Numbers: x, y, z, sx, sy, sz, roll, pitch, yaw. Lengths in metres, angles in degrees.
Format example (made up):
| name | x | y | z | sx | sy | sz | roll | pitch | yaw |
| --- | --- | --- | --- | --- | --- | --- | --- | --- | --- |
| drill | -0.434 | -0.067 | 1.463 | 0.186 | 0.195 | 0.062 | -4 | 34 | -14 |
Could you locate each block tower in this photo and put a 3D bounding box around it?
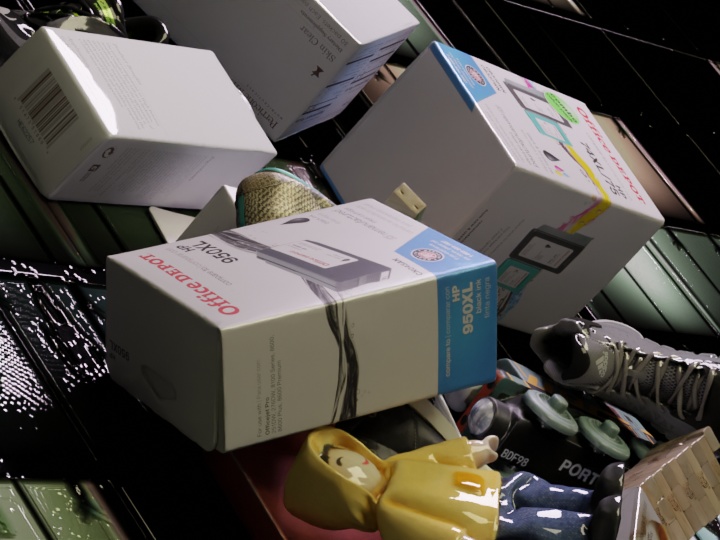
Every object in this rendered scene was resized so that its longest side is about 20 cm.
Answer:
| name | x | y | z | sx | sy | sz | roll | pitch | yaw |
| --- | --- | --- | --- | --- | --- | --- | --- | --- | --- |
| block tower | 0.183 | 0.177 | 1.811 | 0.200 | 0.054 | 0.058 | -33 | 97 | -45 |

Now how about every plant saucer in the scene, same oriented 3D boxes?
| name | x | y | z | sx | sy | sz | roll | pitch | yaw |
| --- | --- | --- | --- | --- | --- | --- | --- | --- | --- |
| plant saucer | -0.003 | 0.169 | 1.649 | 0.200 | 0.037 | 0.200 | 13 | 36 | -52 |

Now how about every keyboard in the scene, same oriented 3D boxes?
| name | x | y | z | sx | sy | sz | roll | pitch | yaw |
| --- | --- | --- | --- | --- | --- | --- | --- | --- | --- |
| keyboard | 0.075 | 0.135 | 1.746 | 0.056 | 0.011 | 0.200 | -108 | 175 | -45 |

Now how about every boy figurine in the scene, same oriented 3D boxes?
| name | x | y | z | sx | sy | sz | roll | pitch | yaw |
| --- | --- | --- | --- | --- | --- | --- | --- | --- | --- |
| boy figurine | 0.055 | 0.133 | 1.572 | 0.199 | 0.065 | 0.124 | 10 | 32 | 7 |

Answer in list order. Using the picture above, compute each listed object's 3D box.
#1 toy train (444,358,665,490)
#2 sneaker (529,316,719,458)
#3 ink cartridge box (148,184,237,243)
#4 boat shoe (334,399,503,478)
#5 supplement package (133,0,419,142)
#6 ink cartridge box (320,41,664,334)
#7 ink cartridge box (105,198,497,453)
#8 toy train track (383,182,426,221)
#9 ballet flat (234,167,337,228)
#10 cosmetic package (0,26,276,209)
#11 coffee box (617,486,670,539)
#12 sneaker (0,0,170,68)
| name | x | y | z | sx | sy | sz | roll | pitch | yaw |
| --- | --- | --- | --- | --- | --- | --- | --- | --- | --- |
| toy train | 0.146 | 0.126 | 1.926 | 0.200 | 0.085 | 0.114 | 25 | 16 | -33 |
| sneaker | 0.201 | 0.082 | 1.894 | 0.200 | 0.075 | 0.115 | 18 | 3 | 40 |
| ink cartridge box | -0.051 | 0.014 | 1.807 | 0.116 | 0.067 | 0.200 | 14 | 35 | -48 |
| boat shoe | 0.058 | 0.153 | 1.673 | 0.200 | 0.072 | 0.068 | 43 | 58 | -17 |
| supplement package | -0.078 | -0.219 | 2.123 | 0.200 | 0.111 | 0.156 | 44 | 22 | 6 |
| ink cartridge box | 0.105 | -0.060 | 2.092 | 0.200 | 0.146 | 0.147 | 17 | 34 | -48 |
| ink cartridge box | -0.037 | 0.030 | 1.616 | 0.200 | 0.084 | 0.145 | -14 | 25 | -31 |
| toy train track | 0.011 | -0.008 | 1.867 | 0.115 | 0.033 | 0.200 | 46 | -21 | 9 |
| ballet flat | 0.000 | 0.000 | 1.762 | 0.200 | 0.068 | 0.075 | 24 | 51 | -27 |
| cosmetic package | -0.157 | -0.102 | 1.830 | 0.200 | 0.074 | 0.102 | 5 | 48 | -58 |
| coffee box | 0.176 | 0.251 | 1.633 | 0.200 | 0.080 | 0.114 | 60 | 23 | -23 |
| sneaker | -0.209 | -0.168 | 1.852 | 0.199 | 0.083 | 0.071 | 6 | 41 | -55 |
